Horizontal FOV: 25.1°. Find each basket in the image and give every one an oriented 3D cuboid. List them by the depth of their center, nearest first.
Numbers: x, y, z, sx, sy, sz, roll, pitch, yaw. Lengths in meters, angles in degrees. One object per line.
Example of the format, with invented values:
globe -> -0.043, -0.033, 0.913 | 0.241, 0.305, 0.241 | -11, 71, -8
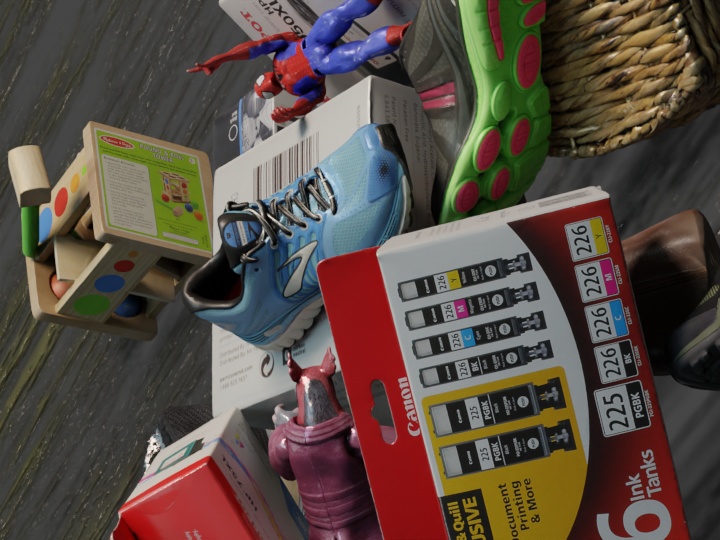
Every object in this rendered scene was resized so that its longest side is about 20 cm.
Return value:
basket -> 0.173, -0.158, 1.012 | 0.200, 0.149, 0.143 | -12, 102, 53

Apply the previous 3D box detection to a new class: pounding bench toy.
pounding bench toy -> -0.251, -0.035, 1.456 | 0.156, 0.199, 0.125 | -44, 46, 38

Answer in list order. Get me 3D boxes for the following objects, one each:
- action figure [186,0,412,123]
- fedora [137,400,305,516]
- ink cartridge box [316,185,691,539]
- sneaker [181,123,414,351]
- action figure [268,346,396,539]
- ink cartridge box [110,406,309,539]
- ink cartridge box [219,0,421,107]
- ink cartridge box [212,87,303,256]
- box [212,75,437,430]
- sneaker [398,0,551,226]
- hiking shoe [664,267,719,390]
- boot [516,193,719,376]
action figure -> -0.041, -0.143, 1.102 | 0.200, 0.099, 0.065 | -21, 97, 61
fedora -> -0.119, 0.172, 1.289 | 0.200, 0.091, 0.202 | -23, 60, 49
ink cartridge box -> 0.076, 0.072, 0.908 | 0.084, 0.175, 0.201 | -51, -53, -82
sneaker -> -0.043, -0.019, 1.018 | 0.200, 0.090, 0.079 | -47, 45, 34
action figure -> -0.017, 0.147, 1.019 | 0.133, 0.149, 0.201 | -12, 106, 31
ink cartridge box -> -0.088, 0.171, 1.031 | 0.067, 0.116, 0.200 | -30, 6, 6
ink cartridge box -> 0.014, -0.192, 1.163 | 0.200, 0.145, 0.084 | -10, 41, 54
ink cartridge box -> -0.086, -0.055, 1.369 | 0.099, 0.039, 0.201 | -30, 56, 46
box -> 0.000, 0.000, 1.144 | 0.199, 0.130, 0.201 | -25, 60, 48
sneaker -> 0.068, -0.115, 0.994 | 0.084, 0.076, 0.201 | 34, 129, 47
hiking shoe -> 0.236, -0.019, 0.874 | 0.200, 0.076, 0.101 | -45, 40, 24
boot -> 0.146, -0.013, 1.000 | 0.200, 0.064, 0.187 | -25, 70, 51
